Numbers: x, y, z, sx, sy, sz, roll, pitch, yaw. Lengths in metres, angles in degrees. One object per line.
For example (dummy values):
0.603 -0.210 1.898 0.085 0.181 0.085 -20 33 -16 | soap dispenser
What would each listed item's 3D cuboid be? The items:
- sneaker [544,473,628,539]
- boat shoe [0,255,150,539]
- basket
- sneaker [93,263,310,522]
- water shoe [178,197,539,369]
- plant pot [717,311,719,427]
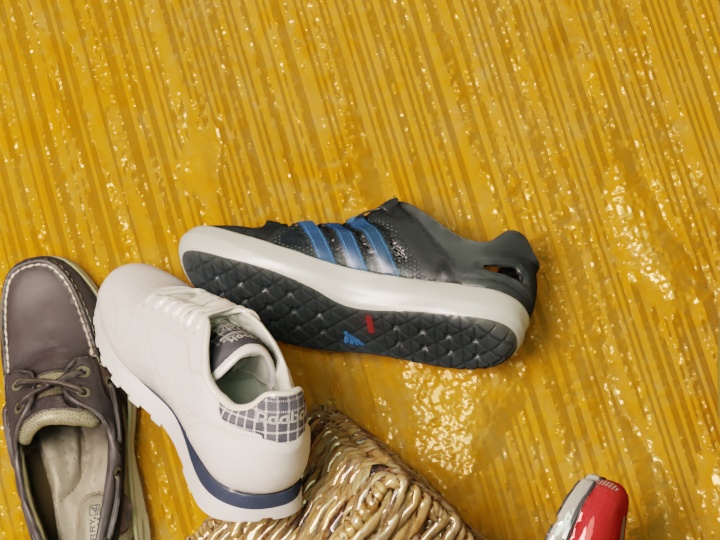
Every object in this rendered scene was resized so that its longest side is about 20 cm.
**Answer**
0.130 0.205 0.989 0.084 0.077 0.202 3 90 25 | sneaker
-0.159 0.083 1.075 0.073 0.065 0.201 -18 77 4 | boat shoe
-0.019 0.196 1.041 0.143 0.149 0.200 42 86 -21 | basket
-0.081 0.044 1.029 0.076 0.081 0.200 -13 38 -29 | sneaker
0.000 0.000 1.083 0.199 0.072 0.079 14 54 10 | water shoe
0.260 0.064 0.986 0.199 0.200 0.143 23 108 10 | plant pot
